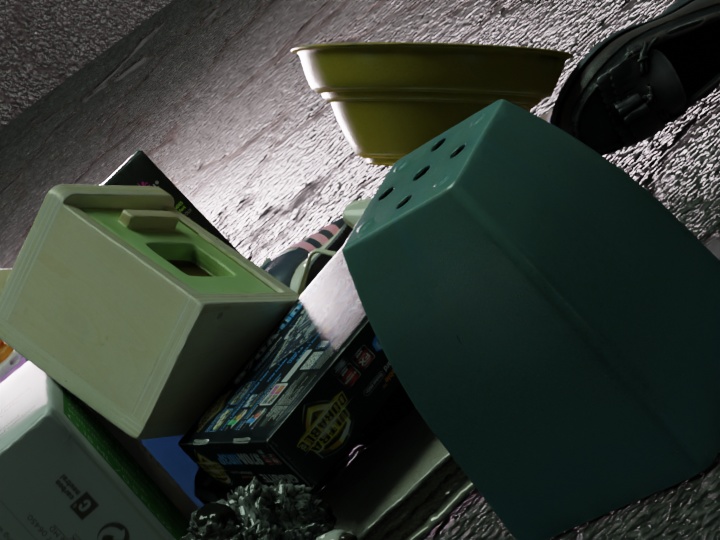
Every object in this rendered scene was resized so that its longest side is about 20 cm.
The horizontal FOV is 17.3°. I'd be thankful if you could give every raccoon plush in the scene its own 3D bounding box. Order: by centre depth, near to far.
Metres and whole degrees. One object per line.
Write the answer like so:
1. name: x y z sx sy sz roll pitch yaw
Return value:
1. raccoon plush: -0.043 0.219 1.383 0.097 0.200 0.134 -9 41 -24

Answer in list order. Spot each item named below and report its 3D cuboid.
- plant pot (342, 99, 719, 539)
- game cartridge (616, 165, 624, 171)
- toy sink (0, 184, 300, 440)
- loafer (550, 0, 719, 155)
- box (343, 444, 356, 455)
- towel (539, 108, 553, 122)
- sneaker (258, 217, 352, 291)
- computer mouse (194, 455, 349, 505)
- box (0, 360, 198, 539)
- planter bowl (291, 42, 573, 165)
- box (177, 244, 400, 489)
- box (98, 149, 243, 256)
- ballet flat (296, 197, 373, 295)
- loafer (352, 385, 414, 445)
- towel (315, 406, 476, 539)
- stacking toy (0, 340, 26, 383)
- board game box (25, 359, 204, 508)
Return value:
1. plant pot: 0.097 0.017 1.303 0.141 0.200 0.141 -29 19 39
2. game cartridge: 0.092 -0.023 1.698 0.133 0.041 0.200 -38 16 -24
3. toy sink: -0.160 0.012 1.592 0.130 0.200 0.112 1 -61 -59
4. loafer: 0.218 -0.144 1.677 0.200 0.072 0.063 -37 25 -28
5. box: -0.012 0.084 1.727 0.163 0.021 0.200 -40 15 8
6. towel: 0.072 -0.059 1.738 0.200 0.024 0.147 -27 17 27
7. sneaker: -0.045 0.003 1.794 0.082 0.070 0.200 -7 7 18
8. computer mouse: -0.060 0.146 1.563 0.139 0.053 0.200 -46 14 -1
9. box: -0.218 0.199 1.585 0.200 0.199 0.171 -40 15 1
10. planter bowl: 0.050 -0.114 1.681 0.200 0.084 0.200 1 2 0
11. box: -0.014 0.050 1.500 0.200 0.046 0.159 -50 16 -20
12. box: -0.161 0.031 1.857 0.124 0.200 0.149 -45 5 -21
13. ballet flat: 0.000 0.000 1.646 0.200 0.075 0.068 -57 -14 9
14. loafer: 0.052 0.051 1.561 0.200 0.073 0.071 -48 1 17
15. towel: 0.047 0.113 1.481 0.200 0.034 0.133 -42 13 3
16. stacking toy: -0.276 0.102 1.992 0.110 0.200 0.116 -40 16 5
17. board game box: -0.162 0.087 1.751 0.039 0.200 0.158 -47 -19 -33
